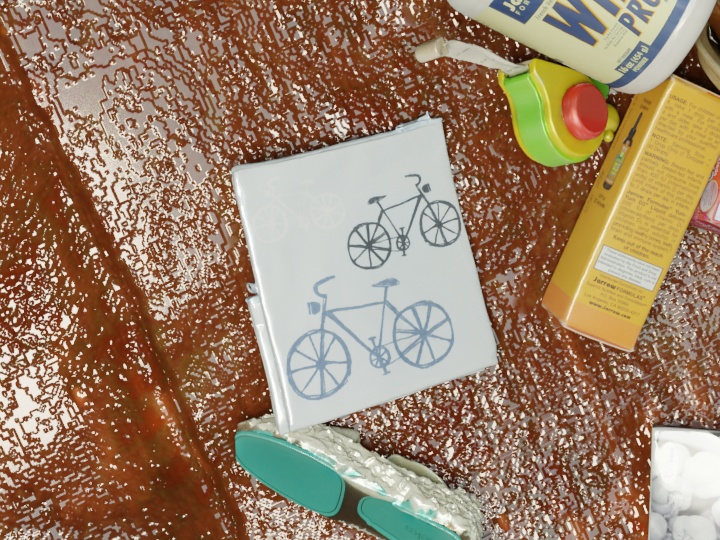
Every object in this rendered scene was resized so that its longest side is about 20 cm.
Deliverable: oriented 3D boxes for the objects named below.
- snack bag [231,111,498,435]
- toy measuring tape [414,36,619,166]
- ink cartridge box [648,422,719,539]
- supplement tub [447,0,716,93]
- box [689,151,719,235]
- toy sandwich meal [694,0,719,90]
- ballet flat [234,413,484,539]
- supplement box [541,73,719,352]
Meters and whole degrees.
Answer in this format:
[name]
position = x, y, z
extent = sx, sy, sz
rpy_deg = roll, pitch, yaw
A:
[snack bag]
position = 0.000, 0.000, 1.222
extent = 0.187, 0.021, 0.202
rpy_deg = -16, 95, -26
[toy measuring tape]
position = 0.119, -0.117, 1.214
extent = 0.199, 0.073, 0.074
rpy_deg = 9, 92, -40
[ink cartridge box]
position = 0.318, 0.223, 1.276
extent = 0.198, 0.043, 0.200
rpy_deg = 2, 93, 13
[supplement tub]
position = 0.146, -0.229, 1.194
extent = 0.199, 0.145, 0.146
rpy_deg = 24, 89, -13
[box]
position = 0.349, -0.055, 1.275
extent = 0.198, 0.095, 0.101
rpy_deg = 18, 91, -12
[toy sandwich meal]
position = 0.332, -0.158, 1.221
extent = 0.203, 0.206, 0.071
rpy_deg = 18, 122, -13
[ballet flat]
position = 0.002, 0.155, 1.230
extent = 0.199, 0.072, 0.072
rpy_deg = 28, 88, 5
[supplement box]
position = 0.208, -0.047, 1.246
extent = 0.068, 0.067, 0.202
rpy_deg = 19, 100, -13
